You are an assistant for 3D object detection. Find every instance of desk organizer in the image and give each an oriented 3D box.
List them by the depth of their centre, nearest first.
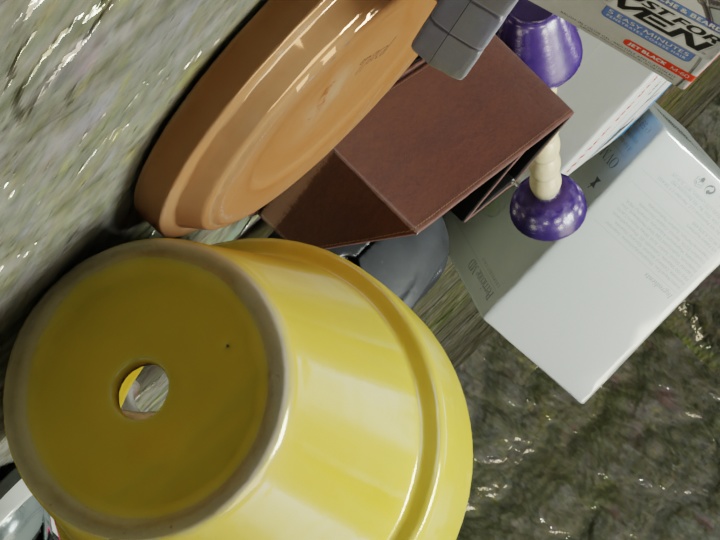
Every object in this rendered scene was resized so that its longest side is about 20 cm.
[{"bbox_3d":[0.033,-0.062,1.187,0.072,0.077,0.200,-50,172,37],"label":"desk organizer"}]

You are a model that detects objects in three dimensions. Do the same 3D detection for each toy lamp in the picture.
[{"bbox_3d":[0.110,-0.096,1.324,0.058,0.058,0.201,-43,149,-22],"label":"toy lamp"}]

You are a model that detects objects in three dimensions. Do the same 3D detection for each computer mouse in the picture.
[{"bbox_3d":[0.000,0.000,1.202,0.053,0.138,0.200,-45,-175,39],"label":"computer mouse"}]

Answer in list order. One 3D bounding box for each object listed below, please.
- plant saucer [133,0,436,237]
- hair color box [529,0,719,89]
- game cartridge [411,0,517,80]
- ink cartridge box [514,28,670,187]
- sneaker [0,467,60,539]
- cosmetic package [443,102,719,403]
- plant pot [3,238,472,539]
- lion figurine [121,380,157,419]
[{"bbox_3d":[-0.016,-0.087,0.932,0.200,0.032,0.200,-46,174,-6],"label":"plant saucer"},{"bbox_3d":[0.157,-0.171,1.065,0.064,0.110,0.200,-61,-178,-20],"label":"hair color box"},{"bbox_3d":[0.090,-0.180,0.870,0.201,0.038,0.130,-59,179,-41],"label":"game cartridge"},{"bbox_3d":[0.168,-0.147,1.484,0.147,0.086,0.200,-47,175,31],"label":"ink cartridge box"},{"bbox_3d":[-0.171,0.182,1.194,0.084,0.121,0.200,-44,173,-12],"label":"sneaker"},{"bbox_3d":[0.176,-0.040,1.692,0.200,0.123,0.200,-48,-156,11],"label":"cosmetic package"},{"bbox_3d":[-0.065,0.071,0.975,0.201,0.201,0.189,-45,157,1],"label":"plant pot"},{"bbox_3d":[-0.066,0.082,1.240,0.200,0.123,0.073,-41,173,-29],"label":"lion figurine"}]
